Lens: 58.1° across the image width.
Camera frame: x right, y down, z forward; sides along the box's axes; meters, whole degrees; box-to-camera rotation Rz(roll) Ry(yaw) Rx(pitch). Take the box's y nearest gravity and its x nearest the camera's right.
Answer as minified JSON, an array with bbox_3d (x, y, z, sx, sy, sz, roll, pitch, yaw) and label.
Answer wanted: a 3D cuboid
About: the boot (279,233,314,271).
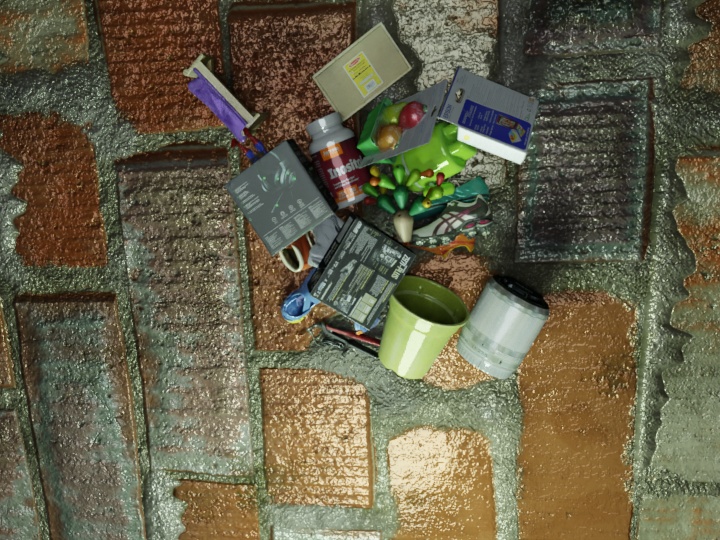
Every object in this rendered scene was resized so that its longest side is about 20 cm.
[{"bbox_3d":[-0.172,-0.091,1.539,0.074,0.107,0.202,-24,96,21],"label":"boot"}]

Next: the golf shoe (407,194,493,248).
[{"bbox_3d":[0.197,-0.105,1.457,0.197,0.077,0.089,-14,79,2],"label":"golf shoe"}]

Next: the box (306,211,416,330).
[{"bbox_3d":[0.000,0.000,1.445,0.162,0.086,0.202,30,97,-15],"label":"box"}]

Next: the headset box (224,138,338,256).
[{"bbox_3d":[-0.174,-0.167,1.421,0.173,0.093,0.201,-34,98,11],"label":"headset box"}]

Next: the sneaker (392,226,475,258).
[{"bbox_3d":[0.171,-0.066,1.520,0.197,0.073,0.078,-1,100,7],"label":"sneaker"}]

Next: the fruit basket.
[{"bbox_3d":[0.094,-0.308,1.395,0.198,0.187,0.094,-9,140,38],"label":"fruit basket"}]

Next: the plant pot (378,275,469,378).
[{"bbox_3d":[0.131,0.144,1.528,0.198,0.201,0.186,22,116,1],"label":"plant pot"}]

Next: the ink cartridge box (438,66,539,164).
[{"bbox_3d":[0.274,-0.334,1.391,0.197,0.199,0.047,21,142,3],"label":"ink cartridge box"}]

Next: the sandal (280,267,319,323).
[{"bbox_3d":[-0.125,0.057,1.577,0.079,0.087,0.200,42,102,7],"label":"sandal"}]

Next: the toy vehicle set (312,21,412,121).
[{"bbox_3d":[0.004,-0.449,1.475,0.199,0.027,0.125,-34,97,13],"label":"toy vehicle set"}]

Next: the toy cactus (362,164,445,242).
[{"bbox_3d":[0.090,-0.143,1.394,0.197,0.102,0.168,2,108,22],"label":"toy cactus"}]

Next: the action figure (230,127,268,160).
[{"bbox_3d":[-0.206,-0.227,1.487,0.065,0.100,0.200,-37,129,15],"label":"action figure"}]

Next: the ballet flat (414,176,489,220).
[{"bbox_3d":[0.198,-0.173,1.505,0.197,0.067,0.071,-15,77,10],"label":"ballet flat"}]

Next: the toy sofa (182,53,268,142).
[{"bbox_3d":[-0.318,-0.393,1.499,0.098,0.083,0.200,-43,95,13],"label":"toy sofa"}]

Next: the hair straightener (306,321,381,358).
[{"bbox_3d":[-0.045,0.185,1.621,0.197,0.041,0.078,16,104,3],"label":"hair straightener"}]

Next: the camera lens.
[{"bbox_3d":[0.330,0.125,1.501,0.158,0.160,0.202,26,105,0],"label":"camera lens"}]

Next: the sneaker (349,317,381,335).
[{"bbox_3d":[-0.001,0.051,1.578,0.077,0.075,0.203,-14,101,-11],"label":"sneaker"}]

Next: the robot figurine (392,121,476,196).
[{"bbox_3d":[0.155,-0.251,1.442,0.198,0.115,0.178,-25,72,34],"label":"robot figurine"}]

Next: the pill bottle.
[{"bbox_3d":[-0.050,-0.251,1.483,0.112,0.113,0.202,-21,100,11],"label":"pill bottle"}]

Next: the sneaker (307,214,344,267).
[{"bbox_3d":[-0.097,-0.084,1.515,0.200,0.075,0.115,45,70,8],"label":"sneaker"}]
